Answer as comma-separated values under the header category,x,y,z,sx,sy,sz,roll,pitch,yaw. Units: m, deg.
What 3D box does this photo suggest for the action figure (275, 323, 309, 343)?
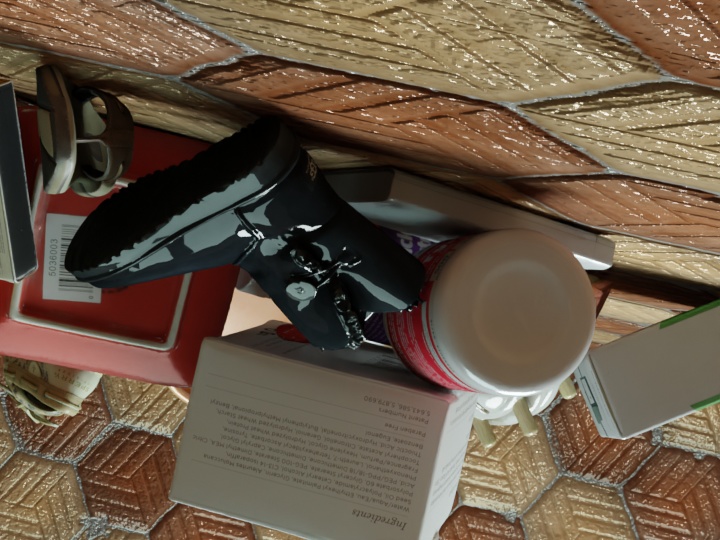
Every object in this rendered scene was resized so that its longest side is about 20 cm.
category,x,y,z,sx,sy,sz,roll,pitch,yaw
action figure,-0.080,-0.033,1.027,0.099,0.065,0.200,15,145,18

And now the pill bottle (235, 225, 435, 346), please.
category,x,y,z,sx,sy,sz,roll,pitch,yaw
pill bottle,0.000,0.000,1.178,0.199,0.112,0.111,14,175,-22

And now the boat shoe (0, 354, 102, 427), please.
category,x,y,z,sx,sy,sz,roll,pitch,yaw
boat shoe,-0.271,0.097,1.205,0.073,0.063,0.200,25,160,-16

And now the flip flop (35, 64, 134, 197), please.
category,x,y,z,sx,sy,sz,roll,pitch,yaw
flip flop,-0.173,-0.085,0.920,0.057,0.082,0.200,-4,176,0

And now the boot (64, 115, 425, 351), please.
category,x,y,z,sx,sy,sz,roll,pitch,yaw
boot,-0.076,0.001,0.945,0.200,0.077,0.168,-25,126,26

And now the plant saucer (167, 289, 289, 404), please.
category,x,y,z,sx,sy,sz,roll,pitch,yaw
plant saucer,-0.109,0.039,1.330,0.200,0.201,0.037,17,-165,-41

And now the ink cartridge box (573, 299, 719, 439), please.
category,x,y,z,sx,sy,sz,roll,pitch,yaw
ink cartridge box,0.280,0.091,1.297,0.145,0.084,0.200,-22,173,2

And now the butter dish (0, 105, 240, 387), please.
category,x,y,z,sx,sy,sz,roll,pitch,yaw
butter dish,-0.196,-0.033,1.118,0.198,0.201,0.148,12,-161,-12

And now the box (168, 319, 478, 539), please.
category,x,y,z,sx,sy,sz,roll,pitch,yaw
box,-0.020,0.129,1.130,0.199,0.131,0.199,13,-176,11

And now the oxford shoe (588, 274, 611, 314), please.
category,x,y,z,sx,sy,sz,roll,pitch,yaw
oxford shoe,0.172,0.024,1.243,0.074,0.071,0.200,28,-179,13

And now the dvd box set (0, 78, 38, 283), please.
category,x,y,z,sx,sy,sz,roll,pitch,yaw
dvd box set,-0.329,-0.077,1.031,0.199,0.147,0.029,10,-153,26

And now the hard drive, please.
category,x,y,z,sx,sy,sz,roll,pitch,yaw
hard drive,0.074,-0.037,1.066,0.199,0.027,0.132,15,174,-29

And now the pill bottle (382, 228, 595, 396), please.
category,x,y,z,sx,sy,sz,roll,pitch,yaw
pill bottle,0.081,0.031,1.014,0.112,0.113,0.200,14,174,-13

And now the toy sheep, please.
category,x,y,z,sx,sy,sz,roll,pitch,yaw
toy sheep,0.134,0.088,1.353,0.137,0.139,0.200,10,-159,25
